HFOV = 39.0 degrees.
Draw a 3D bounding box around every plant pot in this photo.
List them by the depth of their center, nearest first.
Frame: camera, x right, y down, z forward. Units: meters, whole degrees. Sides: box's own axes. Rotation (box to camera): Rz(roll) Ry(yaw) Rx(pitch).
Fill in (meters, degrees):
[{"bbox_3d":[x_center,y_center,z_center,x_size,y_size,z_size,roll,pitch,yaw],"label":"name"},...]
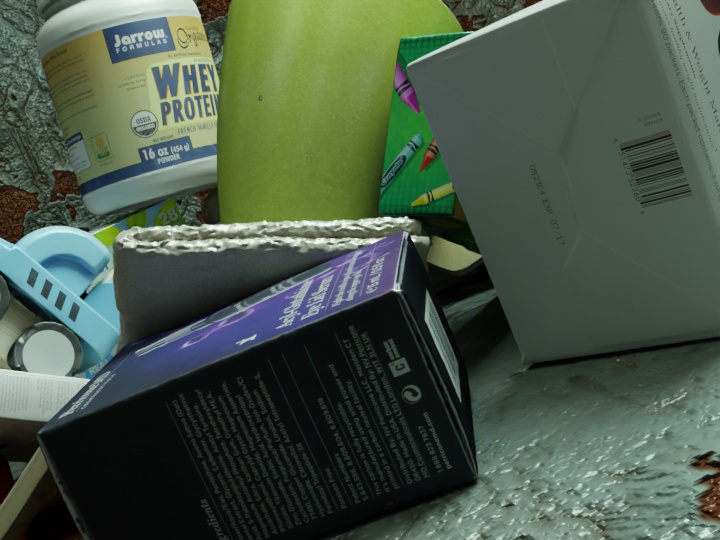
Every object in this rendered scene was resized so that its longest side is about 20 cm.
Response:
[{"bbox_3d":[-0.028,-0.084,0.730,0.187,0.187,0.201,-15,53,42],"label":"plant pot"}]

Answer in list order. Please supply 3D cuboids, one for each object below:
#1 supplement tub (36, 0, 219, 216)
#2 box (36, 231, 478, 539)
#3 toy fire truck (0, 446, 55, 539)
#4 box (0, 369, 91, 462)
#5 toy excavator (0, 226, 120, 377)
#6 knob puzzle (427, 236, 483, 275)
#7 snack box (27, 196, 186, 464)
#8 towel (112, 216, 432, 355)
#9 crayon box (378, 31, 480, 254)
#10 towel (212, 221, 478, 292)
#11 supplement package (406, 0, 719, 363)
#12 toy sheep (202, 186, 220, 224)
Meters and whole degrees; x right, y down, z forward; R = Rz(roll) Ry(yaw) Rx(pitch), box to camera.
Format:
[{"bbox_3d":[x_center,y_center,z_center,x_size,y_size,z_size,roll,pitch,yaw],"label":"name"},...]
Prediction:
[{"bbox_3d":[-0.197,-0.160,0.891,0.144,0.201,0.144,-16,5,1],"label":"supplement tub"},{"bbox_3d":[-0.047,0.073,0.555,0.200,0.105,0.148,-22,11,8],"label":"box"},{"bbox_3d":[-0.240,0.149,0.612,0.199,0.129,0.176,-12,10,0],"label":"toy fire truck"},{"bbox_3d":[-0.245,0.101,0.693,0.200,0.036,0.144,12,-25,-31],"label":"box"},{"bbox_3d":[-0.199,0.015,0.773,0.100,0.194,0.200,-25,27,57],"label":"toy excavator"},{"bbox_3d":[0.084,-0.086,0.870,0.219,0.220,0.030,-22,-29,12],"label":"knob puzzle"},{"bbox_3d":[-0.217,0.055,0.860,0.200,0.169,0.068,-29,11,-33],"label":"snack box"},{"bbox_3d":[-0.057,0.022,0.651,0.199,0.133,0.035,-1,43,-13],"label":"towel"},{"bbox_3d":[0.093,-0.077,0.717,0.058,0.119,0.200,3,-8,34],"label":"crayon box"},{"bbox_3d":[-0.019,-0.016,0.881,0.200,0.147,0.022,-22,-29,-8],"label":"towel"},{"bbox_3d":[0.166,-0.080,0.609,0.147,0.192,0.200,-13,15,41],"label":"supplement package"},{"bbox_3d":[-0.059,-0.028,0.976,0.138,0.200,0.138,-45,31,37],"label":"toy sheep"}]
